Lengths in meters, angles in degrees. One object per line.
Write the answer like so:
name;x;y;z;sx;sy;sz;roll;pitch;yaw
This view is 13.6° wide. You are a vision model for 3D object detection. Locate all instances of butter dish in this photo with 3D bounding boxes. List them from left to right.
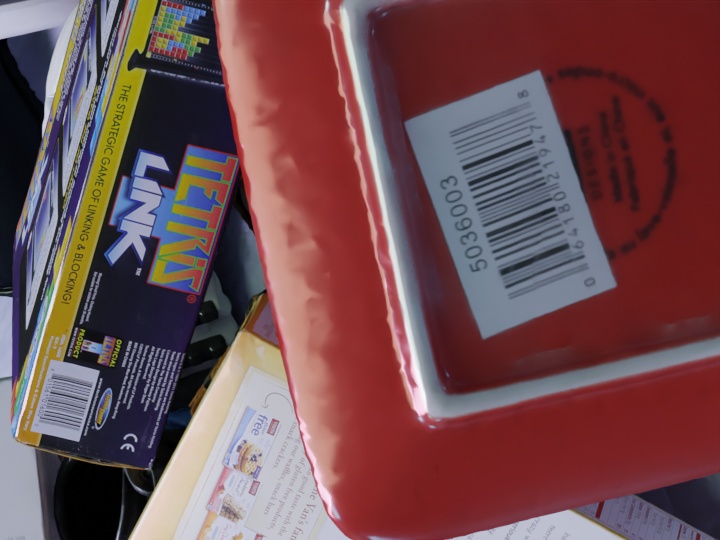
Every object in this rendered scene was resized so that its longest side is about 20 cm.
butter dish;0.057;-0.034;0.951;0.148;0.198;0.201;-159;56;-80

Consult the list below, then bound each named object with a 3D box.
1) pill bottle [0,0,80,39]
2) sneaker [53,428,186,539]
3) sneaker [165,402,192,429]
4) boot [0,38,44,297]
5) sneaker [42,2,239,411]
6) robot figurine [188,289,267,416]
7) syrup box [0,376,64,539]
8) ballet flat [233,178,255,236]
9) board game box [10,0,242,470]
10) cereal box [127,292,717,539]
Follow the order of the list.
pill bottle;-0.160;-0.198;1.253;0.112;0.112;0.201;-1;102;58
sneaker;-0.030;0.102;1.087;0.199;0.099;0.071;15;100;39
sneaker;-0.066;0.158;1.278;0.079;0.089;0.201;-46;64;56
boot;-0.211;-0.086;1.327;0.076;0.168;0.201;-23;77;20
sneaker;-0.100;-0.036;1.256;0.081;0.075;0.201;-120;21;-49
robot figurine;-0.002;0.092;1.176;0.201;0.058;0.145;60;141;23
syrup box;-0.153;0.109;1.194;0.200;0.078;0.082;88;174;-74
ballet flat;0.000;0.000;1.112;0.068;0.072;0.200;-45;57;16
board game box;-0.077;-0.056;1.090;0.166;0.056;0.201;-99;25;-62
cereal box;0.020;0.116;1.028;0.199;0.040;0.144;29;115;-1
